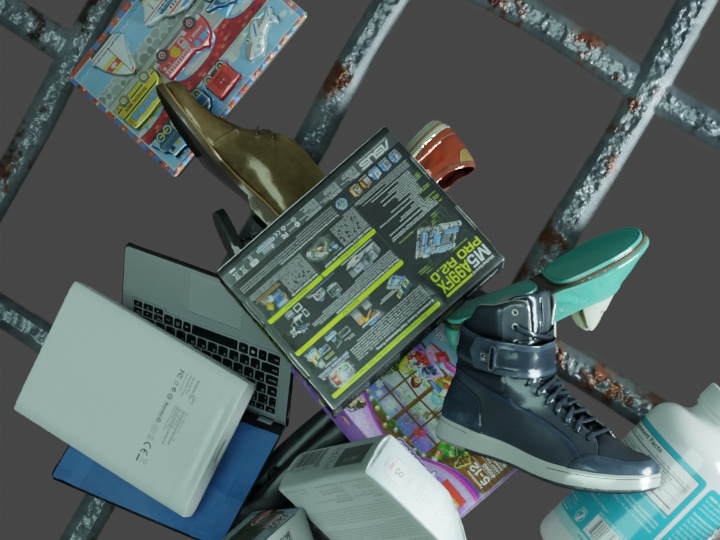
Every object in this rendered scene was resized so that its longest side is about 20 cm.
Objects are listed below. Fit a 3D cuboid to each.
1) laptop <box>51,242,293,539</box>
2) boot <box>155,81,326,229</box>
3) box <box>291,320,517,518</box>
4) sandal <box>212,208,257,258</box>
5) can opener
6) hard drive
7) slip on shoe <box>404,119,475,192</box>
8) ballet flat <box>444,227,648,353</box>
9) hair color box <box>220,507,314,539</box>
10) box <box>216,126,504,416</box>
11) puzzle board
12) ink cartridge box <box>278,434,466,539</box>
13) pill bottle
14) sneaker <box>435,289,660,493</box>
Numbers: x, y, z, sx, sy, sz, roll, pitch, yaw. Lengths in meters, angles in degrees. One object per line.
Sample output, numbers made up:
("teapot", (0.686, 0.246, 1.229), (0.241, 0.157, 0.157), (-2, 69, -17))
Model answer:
("laptop", (-0.169, 0.110, 1.518), (0.186, 0.116, 0.202), (19, 119, 21))
("boot", (-0.106, -0.111, 1.559), (0.075, 0.074, 0.200), (-44, 93, -6))
("box", (0.053, 0.119, 1.493), (0.137, 0.039, 0.200), (-37, 79, -26))
("sandal", (-0.071, 0.026, 1.549), (0.048, 0.075, 0.201), (-32, 89, -10))
("can opener", (-0.062, 0.182, 1.547), (0.200, 0.079, 0.063), (-49, 40, 3))
("hard drive", (-0.205, 0.114, 1.512), (0.199, 0.027, 0.133), (28, 94, 20))
("slip on shoe", (0.030, -0.043, 1.524), (0.061, 0.074, 0.200), (39, 91, 15))
("ballet flat", (0.171, 0.031, 1.493), (0.199, 0.067, 0.071), (-25, 112, -4))
("hair color box", (-0.068, 0.322, 1.478), (0.060, 0.099, 0.202), (-9, 105, 33))
("box", (0.000, 0.000, 1.458), (0.200, 0.044, 0.160), (-41, 80, -6))
("puzzle board", (-0.167, -0.213, 1.603), (0.151, 0.017, 0.200), (41, 95, 11))
("ink cartridge box", (0.040, 0.231, 1.457), (0.200, 0.162, 0.057), (42, 61, -16))
("pill bottle", (0.257, 0.191, 1.443), (0.200, 0.111, 0.111), (-46, 79, 6))
("sneaker", (0.164, 0.096, 1.394), (0.201, 0.077, 0.148), (17, 100, 26))
